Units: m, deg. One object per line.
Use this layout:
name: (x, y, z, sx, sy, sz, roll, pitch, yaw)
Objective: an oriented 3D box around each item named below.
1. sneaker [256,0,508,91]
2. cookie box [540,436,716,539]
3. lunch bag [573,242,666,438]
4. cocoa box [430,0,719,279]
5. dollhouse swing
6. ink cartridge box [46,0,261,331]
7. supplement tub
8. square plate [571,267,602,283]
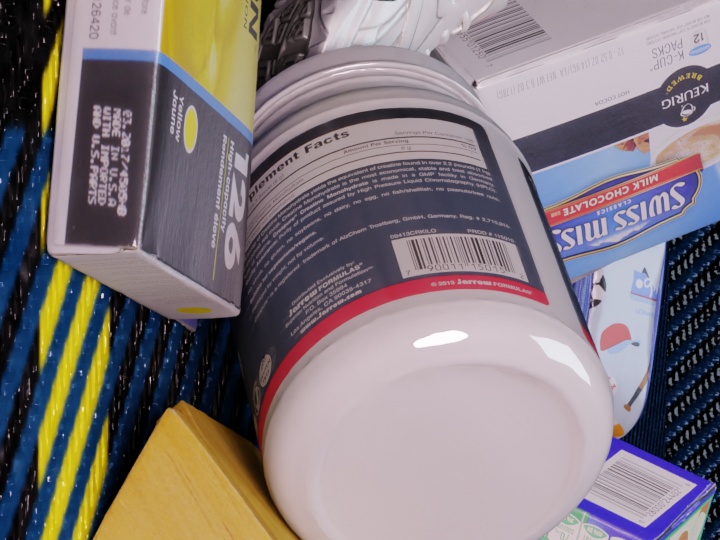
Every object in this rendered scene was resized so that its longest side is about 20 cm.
sneaker: (0.018, -0.116, 1.242, 0.078, 0.099, 0.200, 34, -75, 64)
cookie box: (0.050, 0.158, 1.244, 0.075, 0.171, 0.200, -29, 137, -53)
lunch bag: (0.088, 0.016, 1.554, 0.200, 0.075, 0.161, -1, -98, 60)
cocoa box: (0.083, -0.104, 1.372, 0.200, 0.133, 0.131, -126, -160, -50)
dollhouse swing: (-0.071, 0.185, 1.118, 0.182, 0.176, 0.200, 52, 2, 16)
ink cartridge box: (-0.067, -0.086, 1.082, 0.200, 0.047, 0.198, 34, 58, -74)
supplement tub: (0.016, 0.014, 1.141, 0.200, 0.140, 0.141, -106, -174, -50)
square plate: (0.075, -0.043, 1.484, 0.028, 0.198, 0.200, 46, 35, -25)
